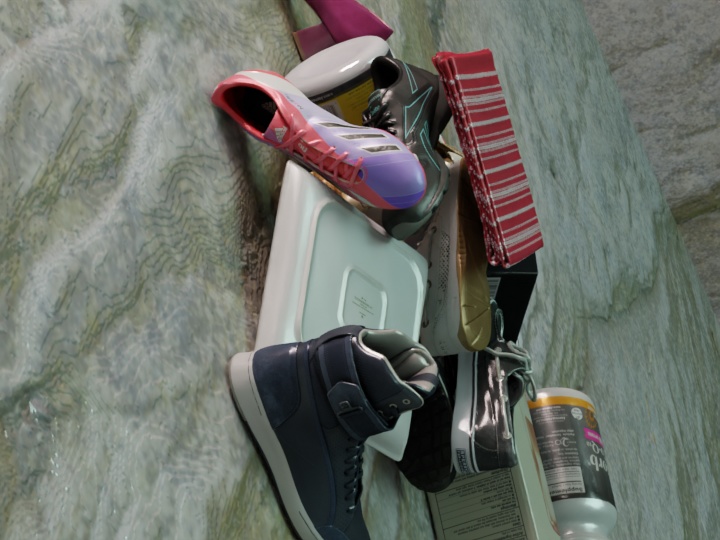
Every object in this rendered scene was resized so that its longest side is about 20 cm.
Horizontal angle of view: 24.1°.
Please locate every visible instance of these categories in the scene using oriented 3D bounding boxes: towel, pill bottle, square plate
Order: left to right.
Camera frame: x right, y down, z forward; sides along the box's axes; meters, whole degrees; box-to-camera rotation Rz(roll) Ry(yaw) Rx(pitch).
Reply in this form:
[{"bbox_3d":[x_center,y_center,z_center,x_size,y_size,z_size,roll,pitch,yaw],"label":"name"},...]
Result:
[{"bbox_3d":[-0.006,0.034,1.419,0.200,0.028,0.198,35,53,-42],"label":"square plate"},{"bbox_3d":[0.012,-0.113,1.612,0.200,0.112,0.112,64,19,-20],"label":"pill bottle"},{"bbox_3d":[0.119,-0.107,1.546,0.145,0.022,0.200,-25,99,-68],"label":"towel"},{"bbox_3d":[0.216,0.239,1.842,0.116,0.116,0.200,45,31,-53],"label":"pill bottle"}]

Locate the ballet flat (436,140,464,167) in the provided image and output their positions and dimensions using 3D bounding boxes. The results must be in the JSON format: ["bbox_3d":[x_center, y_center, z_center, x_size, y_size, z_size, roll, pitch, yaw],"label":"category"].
[{"bbox_3d":[0.060,-0.110,1.717,0.200,0.071,0.065,29,-2,-18],"label":"ballet flat"}]

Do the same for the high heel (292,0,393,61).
[{"bbox_3d":[-0.040,-0.306,1.682,0.200,0.096,0.067,69,18,-7],"label":"high heel"}]

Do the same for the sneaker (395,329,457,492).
[{"bbox_3d":[0.070,0.109,1.581,0.088,0.076,0.200,14,58,-50],"label":"sneaker"}]

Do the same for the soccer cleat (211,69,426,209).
[{"bbox_3d":[-0.036,-0.107,1.417,0.200,0.067,0.076,35,26,22],"label":"soccer cleat"}]

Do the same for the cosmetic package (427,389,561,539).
[{"bbox_3d":[0.121,0.200,1.632,0.087,0.103,0.200,33,43,-61],"label":"cosmetic package"}]

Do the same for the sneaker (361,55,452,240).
[{"bbox_3d":[0.032,-0.110,1.492,0.079,0.075,0.200,33,40,-26],"label":"sneaker"}]

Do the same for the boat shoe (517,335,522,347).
[{"bbox_3d":[0.135,0.107,1.826,0.070,0.071,0.200,48,35,-56],"label":"boat shoe"}]

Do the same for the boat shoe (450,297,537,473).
[{"bbox_3d":[0.125,0.100,1.548,0.199,0.068,0.074,-78,158,-49],"label":"boat shoe"}]

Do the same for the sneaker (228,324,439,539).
[{"bbox_3d":[0.004,0.134,1.292,0.077,0.146,0.202,-74,143,-63],"label":"sneaker"}]

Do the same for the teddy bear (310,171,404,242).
[{"bbox_3d":[0.000,0.000,1.504,0.145,0.067,0.200,8,66,-47],"label":"teddy bear"}]

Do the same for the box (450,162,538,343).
[{"bbox_3d":[0.118,0.008,1.712,0.200,0.079,0.141,101,-15,-52],"label":"box"}]

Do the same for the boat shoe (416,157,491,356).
[{"bbox_3d":[0.079,-0.013,1.563,0.071,0.069,0.200,40,45,-43],"label":"boat shoe"}]

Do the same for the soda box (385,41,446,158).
[{"bbox_3d":[0.047,-0.146,1.778,0.200,0.064,0.068,59,6,-21],"label":"soda box"}]
